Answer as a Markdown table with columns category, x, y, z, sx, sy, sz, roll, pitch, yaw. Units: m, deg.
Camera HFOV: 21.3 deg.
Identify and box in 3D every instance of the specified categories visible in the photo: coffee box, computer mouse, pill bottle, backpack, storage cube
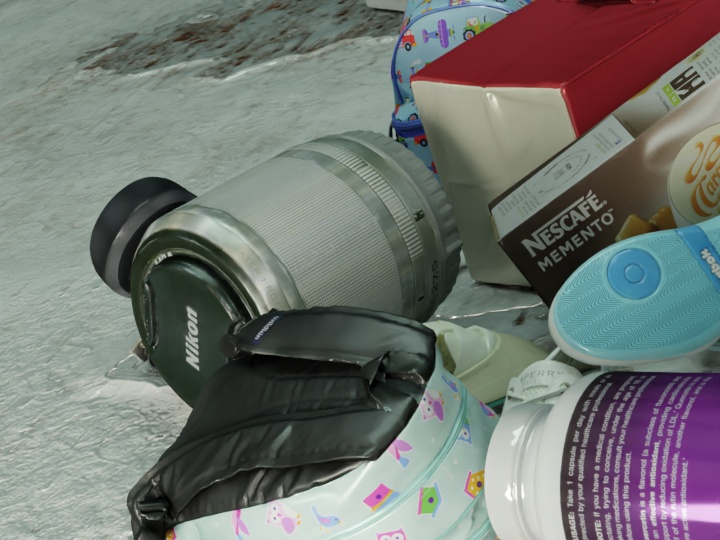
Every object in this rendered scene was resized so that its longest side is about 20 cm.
| category | x | y | z | sx | sy | sz | roll | pitch | yaw |
| --- | --- | --- | --- | --- | --- | --- | --- | --- | --- |
| coffee box | 0.196 | -0.049 | 1.255 | 0.199 | 0.115 | 0.080 | -36 | 18 | 10 |
| computer mouse | -0.147 | -0.013 | 1.379 | 0.053 | 0.200 | 0.139 | 39 | 85 | 22 |
| pill bottle | 0.165 | 0.106 | 0.947 | 0.199 | 0.113 | 0.112 | 0 | 23 | 35 |
| backpack | -0.013 | 0.104 | 1.043 | 0.199 | 0.127 | 0.168 | -15 | 40 | 42 |
| backpack | 0.107 | -0.148 | 1.574 | 0.181 | 0.201 | 0.135 | -4 | 21 | 26 |
| storage cube | 0.171 | -0.100 | 1.405 | 0.179 | 0.201 | 0.170 | -34 | 26 | -30 |

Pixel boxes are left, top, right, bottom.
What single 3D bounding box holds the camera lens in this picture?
| category | x | y | z | sx | sy | sz | roll | pitch | yaw |
| --- | --- | --- | --- | --- | --- | --- | --- | --- | --- |
| camera lens | -0.047 | 0.005 | 1.318 | 0.159 | 0.161 | 0.200 | 4 | 27 | 44 |

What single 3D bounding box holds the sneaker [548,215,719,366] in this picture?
| category | x | y | z | sx | sy | sz | roll | pitch | yaw |
| --- | --- | --- | --- | --- | --- | --- | --- | --- | --- |
| sneaker | 0.198 | 0.024 | 1.157 | 0.199 | 0.080 | 0.131 | -19 | -19 | -13 |

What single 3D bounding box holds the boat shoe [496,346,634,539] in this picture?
| category | x | y | z | sx | sy | sz | roll | pitch | yaw |
| --- | --- | --- | --- | --- | --- | --- | --- | --- | --- |
| boat shoe | 0.109 | 0.085 | 1.114 | 0.070 | 0.070 | 0.200 | -4 | 22 | 26 |

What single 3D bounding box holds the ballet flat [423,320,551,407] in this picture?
| category | x | y | z | sx | sy | sz | roll | pitch | yaw |
| --- | --- | --- | --- | --- | --- | --- | --- | --- | --- |
| ballet flat | 0.037 | 0.070 | 1.221 | 0.199 | 0.070 | 0.069 | -24 | 21 | -25 |

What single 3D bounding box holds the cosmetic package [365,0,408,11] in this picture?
| category | x | y | z | sx | sy | sz | roll | pitch | yaw |
| --- | --- | --- | --- | --- | --- | --- | --- | --- | --- |
| cosmetic package | 0.109 | -0.440 | 2.448 | 0.199 | 0.166 | 0.165 | -25 | 22 | -24 |
